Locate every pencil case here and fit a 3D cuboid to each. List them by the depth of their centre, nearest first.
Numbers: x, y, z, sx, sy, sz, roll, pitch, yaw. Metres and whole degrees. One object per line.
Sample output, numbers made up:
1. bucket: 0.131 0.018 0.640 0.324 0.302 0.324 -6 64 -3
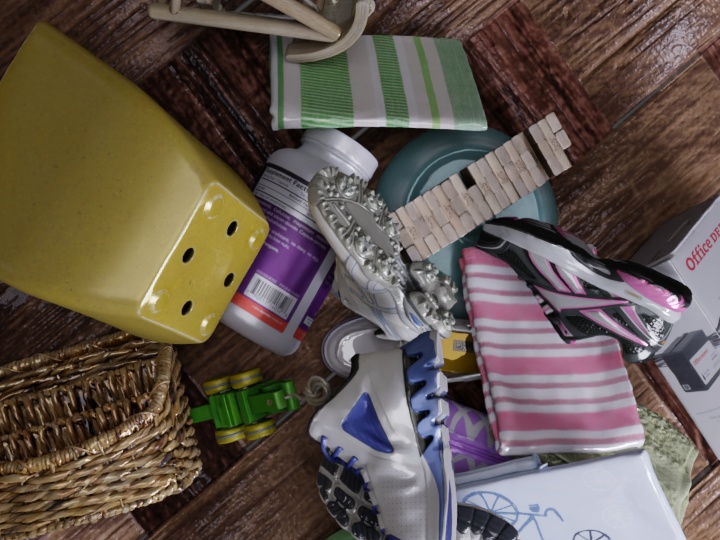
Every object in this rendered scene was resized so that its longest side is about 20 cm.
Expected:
1. pencil case: 0.113 0.179 0.862 0.196 0.085 0.086 19 88 -4

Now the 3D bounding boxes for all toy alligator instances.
1. toy alligator: -0.086 0.118 0.821 0.054 0.197 0.061 -15 89 -51

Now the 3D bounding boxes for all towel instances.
1. towel: 0.175 0.069 0.827 0.143 0.030 0.204 -2 63 -14
2. towel: 0.224 0.160 0.848 0.198 0.037 0.149 31 40 6
3. towel: 0.011 -0.179 0.849 0.195 0.024 0.154 0 44 -7

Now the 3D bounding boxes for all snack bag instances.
1. snack bag: 0.187 0.231 0.790 0.197 0.022 0.190 -19 119 27

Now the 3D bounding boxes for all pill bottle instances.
1. pill bottle: -0.064 -0.031 0.835 0.111 0.112 0.203 30 85 -4

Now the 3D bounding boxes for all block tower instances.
1. block tower: 0.108 -0.073 0.848 0.198 0.058 0.055 -33 91 -5

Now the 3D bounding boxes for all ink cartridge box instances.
1. ink cartridge box: 0.347 0.052 0.862 0.144 0.083 0.202 -36 93 -40

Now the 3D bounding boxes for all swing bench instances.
1. swing bench: -0.073 -0.316 0.815 0.196 0.130 0.203 16 69 -9

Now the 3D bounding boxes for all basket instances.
1. basket: -0.254 0.140 0.784 0.195 0.143 0.153 -14 89 1

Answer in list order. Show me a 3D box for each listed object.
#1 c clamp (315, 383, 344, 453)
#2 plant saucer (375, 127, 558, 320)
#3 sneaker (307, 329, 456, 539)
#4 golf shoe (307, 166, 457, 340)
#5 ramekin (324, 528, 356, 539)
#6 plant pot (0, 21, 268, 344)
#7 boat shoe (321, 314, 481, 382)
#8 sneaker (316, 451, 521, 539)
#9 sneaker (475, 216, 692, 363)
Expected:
1. c clamp: 0.048 0.173 0.811 0.167 0.027 0.203 -8 123 18
2. plant saucer: 0.109 -0.048 0.893 0.195 0.036 0.205 0 89 -7
3. sneaker: 0.016 0.154 0.718 0.112 0.081 0.204 -5 74 12
4. golf shoe: 0.000 0.000 0.775 0.201 0.096 0.079 49 39 -31
5. ramekin: 0.029 0.341 0.813 0.195 0.098 0.205 0 104 -1
6. plant pot: -0.194 -0.046 0.743 0.198 0.195 0.197 28 85 24
7. boat shoe: 0.059 0.078 0.861 0.195 0.070 0.073 4 90 1
8. sneaker: 0.048 0.221 0.770 0.197 0.080 0.078 29 69 14
9. sneaker: 0.185 0.019 0.797 0.198 0.080 0.088 28 109 26
